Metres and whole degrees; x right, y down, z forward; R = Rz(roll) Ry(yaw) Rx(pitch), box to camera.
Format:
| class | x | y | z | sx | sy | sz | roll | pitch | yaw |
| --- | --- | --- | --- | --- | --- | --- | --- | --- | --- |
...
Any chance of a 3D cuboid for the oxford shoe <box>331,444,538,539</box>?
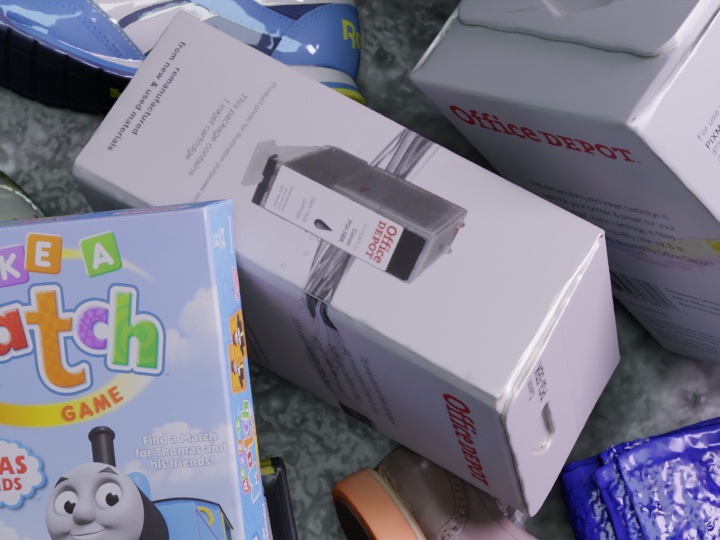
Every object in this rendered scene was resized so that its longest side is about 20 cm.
| class | x | y | z | sx | sy | sz | roll | pitch | yaw |
| --- | --- | --- | --- | --- | --- | --- | --- | --- | --- |
| oxford shoe | 0.070 | 0.156 | 1.018 | 0.073 | 0.071 | 0.201 | -31 | 82 | -15 |

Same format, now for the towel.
| class | x | y | z | sx | sy | sz | roll | pitch | yaw |
| --- | --- | --- | --- | --- | --- | --- | --- | --- | --- |
| towel | 0.179 | 0.159 | 1.036 | 0.146 | 0.050 | 0.202 | -14 | 80 | -7 |

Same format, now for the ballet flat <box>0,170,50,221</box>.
| class | x | y | z | sx | sy | sz | roll | pitch | yaw |
| --- | --- | --- | --- | --- | --- | --- | --- | --- | --- |
| ballet flat | -0.138 | 0.025 | 1.025 | 0.069 | 0.071 | 0.201 | -28 | 82 | -16 |

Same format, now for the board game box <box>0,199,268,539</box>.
| class | x | y | z | sx | sy | sz | roll | pitch | yaw |
| --- | --- | --- | --- | --- | --- | --- | --- | --- | --- |
| board game box | -0.112 | 0.080 | 0.923 | 0.150 | 0.037 | 0.202 | -5 | 95 | 16 |

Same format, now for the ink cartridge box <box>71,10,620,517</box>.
| class | x | y | z | sx | sy | sz | roll | pitch | yaw |
| --- | --- | --- | --- | --- | --- | --- | --- | --- | --- |
| ink cartridge box | 0.000 | 0.000 | 0.979 | 0.199 | 0.147 | 0.083 | 28 | 75 | 18 |

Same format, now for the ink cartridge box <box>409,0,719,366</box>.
| class | x | y | z | sx | sy | sz | roll | pitch | yaw |
| --- | --- | --- | --- | --- | --- | --- | --- | --- | --- |
| ink cartridge box | 0.152 | -0.065 | 0.986 | 0.200 | 0.145 | 0.145 | 43 | 76 | -35 |

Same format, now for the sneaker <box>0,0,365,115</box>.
| class | x | y | z | sx | sy | sz | roll | pitch | yaw |
| --- | --- | --- | --- | --- | --- | --- | --- | --- | --- |
| sneaker | -0.093 | -0.112 | 1.059 | 0.198 | 0.074 | 0.083 | 9 | 76 | -11 |

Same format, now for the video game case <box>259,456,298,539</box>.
| class | x | y | z | sx | sy | sz | roll | pitch | yaw |
| --- | --- | --- | --- | --- | --- | --- | --- | --- | --- |
| video game case | -0.102 | 0.190 | 0.985 | 0.179 | 0.026 | 0.202 | -10 | 96 | -3 |
